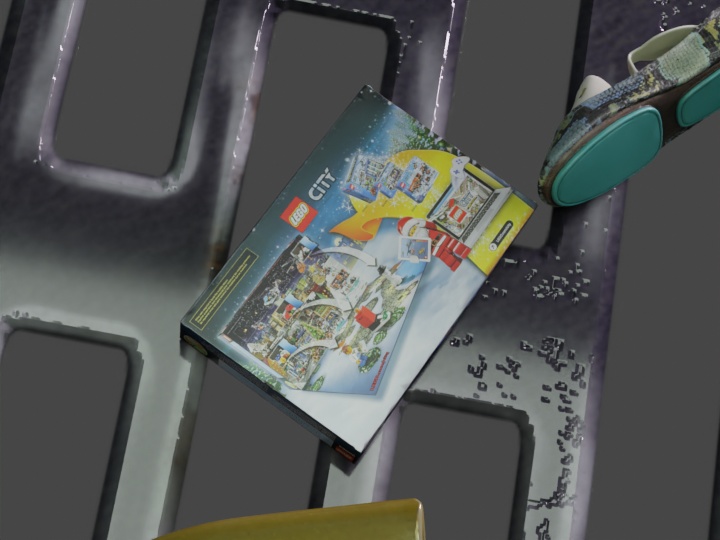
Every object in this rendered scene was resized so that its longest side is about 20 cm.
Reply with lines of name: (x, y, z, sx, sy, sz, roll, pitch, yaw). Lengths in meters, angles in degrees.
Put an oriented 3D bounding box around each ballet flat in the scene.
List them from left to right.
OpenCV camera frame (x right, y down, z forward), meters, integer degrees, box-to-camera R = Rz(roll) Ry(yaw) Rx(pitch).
ballet flat: (0.184, -0.111, 1.140, 0.200, 0.074, 0.074, -30, 78, -16)

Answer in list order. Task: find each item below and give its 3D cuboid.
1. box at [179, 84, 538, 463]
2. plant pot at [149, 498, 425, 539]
box: (0.000, 0.000, 1.090, 0.136, 0.038, 0.200, 35, 72, 6)
plant pot: (-0.064, 0.235, 0.936, 0.199, 0.196, 0.195, 0, 72, 3)
